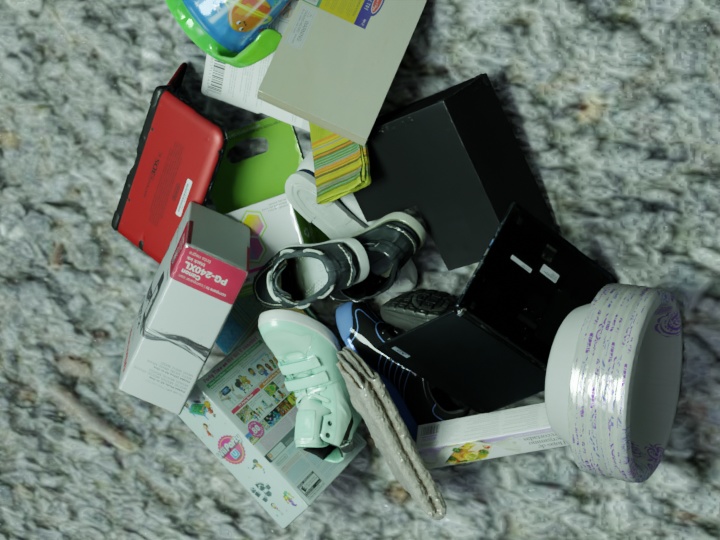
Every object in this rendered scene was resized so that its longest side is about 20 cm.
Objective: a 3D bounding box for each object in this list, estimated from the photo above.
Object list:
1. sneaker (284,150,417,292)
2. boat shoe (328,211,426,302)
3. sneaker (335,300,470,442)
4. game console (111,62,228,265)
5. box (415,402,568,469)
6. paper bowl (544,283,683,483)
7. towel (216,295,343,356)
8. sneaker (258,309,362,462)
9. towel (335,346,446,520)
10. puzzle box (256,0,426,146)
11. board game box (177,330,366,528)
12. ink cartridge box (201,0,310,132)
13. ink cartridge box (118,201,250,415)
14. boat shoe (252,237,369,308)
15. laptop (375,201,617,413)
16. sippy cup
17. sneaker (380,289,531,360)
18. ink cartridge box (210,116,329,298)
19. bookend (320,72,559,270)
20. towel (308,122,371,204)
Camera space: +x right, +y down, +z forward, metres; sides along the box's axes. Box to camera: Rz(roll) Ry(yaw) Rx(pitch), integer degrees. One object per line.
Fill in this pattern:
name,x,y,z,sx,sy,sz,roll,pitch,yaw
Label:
sneaker,0.004,-0.061,1.695,0.200,0.081,0.076,48,139,-10
boat shoe,0.002,0.002,1.641,0.074,0.066,0.199,43,144,-14
sneaker,0.053,0.108,1.710,0.078,0.070,0.201,-37,89,30
game console,-0.224,-0.130,1.785,0.172,0.118,0.201,35,118,24
box,0.160,0.187,1.643,0.198,0.042,0.039,-13,132,21
paper bowl,0.260,0.113,1.496,0.104,0.200,0.203,9,106,28
towel,-0.114,0.082,1.833,0.200,0.022,0.147,48,121,12
sneaker,-0.061,0.141,1.693,0.073,0.119,0.201,-15,130,33
towel,0.032,0.188,1.653,0.034,0.133,0.201,-30,108,-7
puzzle box,-0.016,-0.252,1.590,0.132,0.025,0.201,24,73,-1
board game box,-0.109,0.191,1.757,0.200,0.147,0.064,47,128,3
ink cartridge box,-0.099,-0.285,1.718,0.175,0.045,0.202,22,113,26
ink cartridge box,-0.205,0.043,1.677,0.083,0.145,0.201,23,108,-14
boat shoe,-0.073,0.006,1.631,0.199,0.060,0.076,-25,87,51
laptop,0.150,0.047,1.563,0.103,0.177,0.201,21,80,57
sippy cup,-0.136,-0.327,1.635,0.130,0.140,0.178,-35,93,23
sneaker,0.108,0.082,1.665,0.199,0.076,0.092,17,116,30
ink cartridge box,-0.133,-0.076,1.758,0.147,0.076,0.202,-17,91,25
bookend,0.089,-0.090,1.622,0.198,0.092,0.201,-18,103,45
towel,-0.033,-0.180,1.620,0.086,0.018,0.202,-21,71,44
